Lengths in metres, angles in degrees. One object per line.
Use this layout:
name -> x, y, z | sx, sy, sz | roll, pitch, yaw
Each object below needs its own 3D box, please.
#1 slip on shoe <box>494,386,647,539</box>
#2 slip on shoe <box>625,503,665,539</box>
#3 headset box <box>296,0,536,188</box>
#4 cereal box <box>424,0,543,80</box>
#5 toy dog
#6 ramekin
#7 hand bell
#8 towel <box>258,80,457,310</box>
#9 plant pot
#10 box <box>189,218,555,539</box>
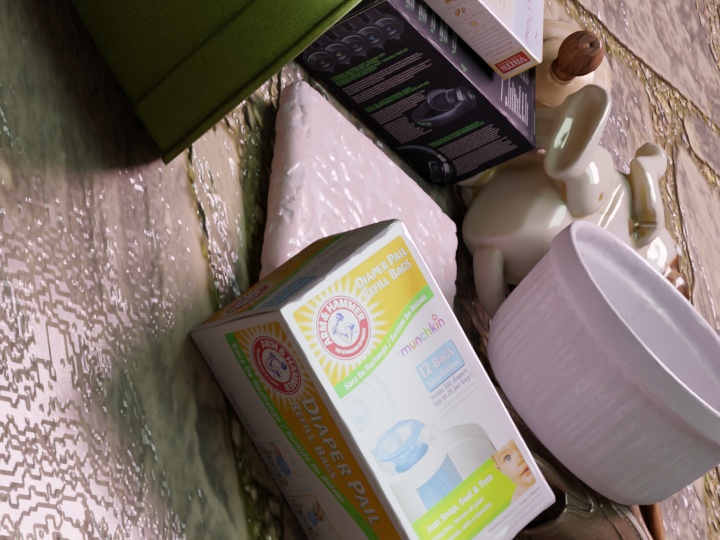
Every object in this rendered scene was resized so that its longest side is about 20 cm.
slip on shoe -> 0.131, 0.165, 1.433 | 0.200, 0.076, 0.061 | 51, 20, -20
slip on shoe -> 0.200, 0.146, 1.563 | 0.076, 0.061, 0.200 | 47, 35, -29
headset box -> 0.038, -0.192, 1.515 | 0.200, 0.093, 0.174 | 39, 40, -38
cereal box -> 0.060, -0.247, 1.457 | 0.200, 0.040, 0.144 | 42, 39, -35
toy dog -> 0.174, -0.024, 1.581 | 0.200, 0.139, 0.194 | 38, 52, -40
ramekin -> 0.180, 0.071, 1.453 | 0.200, 0.105, 0.200 | 41, 18, -17
hand bell -> 0.160, -0.156, 1.579 | 0.200, 0.104, 0.104 | 154, -87, -85
towel -> 0.000, 0.000, 1.386 | 0.191, 0.032, 0.200 | 41, 39, -39
plant pot -> -0.101, -0.200, 1.228 | 0.193, 0.200, 0.200 | 50, 32, -6
box -> 0.007, 0.086, 1.236 | 0.112, 0.101, 0.200 | -36, 102, -34
